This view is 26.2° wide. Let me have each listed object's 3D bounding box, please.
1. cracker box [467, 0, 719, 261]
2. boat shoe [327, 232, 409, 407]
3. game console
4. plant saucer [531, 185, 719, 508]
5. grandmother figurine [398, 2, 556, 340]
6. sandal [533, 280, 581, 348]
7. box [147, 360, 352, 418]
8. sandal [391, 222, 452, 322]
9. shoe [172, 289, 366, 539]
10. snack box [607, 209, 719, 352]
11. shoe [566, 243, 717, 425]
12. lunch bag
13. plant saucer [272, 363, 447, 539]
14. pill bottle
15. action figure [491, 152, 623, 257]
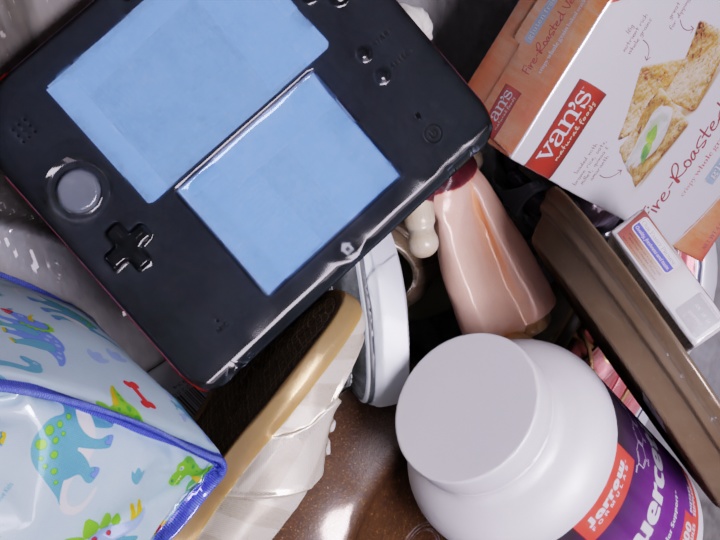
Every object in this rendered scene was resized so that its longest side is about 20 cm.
[{"bbox_3d":[0.156,-0.097,0.835,0.199,0.058,0.134,21,105,-45],"label":"cracker box"},{"bbox_3d":[-0.028,-0.023,0.796,0.070,0.072,0.201,-14,83,-15],"label":"boat shoe"},{"bbox_3d":[-0.059,-0.070,0.744,0.200,0.031,0.177,-42,90,-9],"label":"game console"},{"bbox_3d":[0.147,0.045,0.804,0.029,0.200,0.200,-34,130,3],"label":"plant saucer"},{"bbox_3d":[0.048,-0.049,0.835,0.060,0.121,0.201,-19,108,14],"label":"grandmother figurine"},{"bbox_3d":[0.072,0.067,0.946,0.054,0.080,0.201,32,107,-6],"label":"sandal"},{"bbox_3d":[-0.055,0.142,0.877,0.124,0.097,0.201,-33,128,-18],"label":"box"},{"bbox_3d":[-0.001,0.001,0.867,0.200,0.057,0.080,-1,114,-36],"label":"sandal"},{"bbox_3d":[-0.057,0.098,0.749,0.053,0.070,0.200,38,90,-25],"label":"shoe"},{"bbox_3d":[0.165,0.015,0.867,0.024,0.072,0.200,-36,171,2],"label":"snack box"},{"bbox_3d":[0.155,0.050,0.994,0.091,0.071,0.201,3,116,-42],"label":"shoe"},{"bbox_3d":[-0.190,0.064,0.693,0.200,0.170,0.128,32,91,-42],"label":"lunch bag"},{"bbox_3d":[0.020,0.152,0.841,0.200,0.036,0.202,-19,115,-47],"label":"plant saucer"},{"bbox_3d":[0.098,0.109,0.804,0.113,0.112,0.200,-51,139,-2],"label":"pill bottle"},{"bbox_3d":[0.138,-0.088,0.918,0.130,0.069,0.201,-31,132,-27],"label":"action figure"}]
